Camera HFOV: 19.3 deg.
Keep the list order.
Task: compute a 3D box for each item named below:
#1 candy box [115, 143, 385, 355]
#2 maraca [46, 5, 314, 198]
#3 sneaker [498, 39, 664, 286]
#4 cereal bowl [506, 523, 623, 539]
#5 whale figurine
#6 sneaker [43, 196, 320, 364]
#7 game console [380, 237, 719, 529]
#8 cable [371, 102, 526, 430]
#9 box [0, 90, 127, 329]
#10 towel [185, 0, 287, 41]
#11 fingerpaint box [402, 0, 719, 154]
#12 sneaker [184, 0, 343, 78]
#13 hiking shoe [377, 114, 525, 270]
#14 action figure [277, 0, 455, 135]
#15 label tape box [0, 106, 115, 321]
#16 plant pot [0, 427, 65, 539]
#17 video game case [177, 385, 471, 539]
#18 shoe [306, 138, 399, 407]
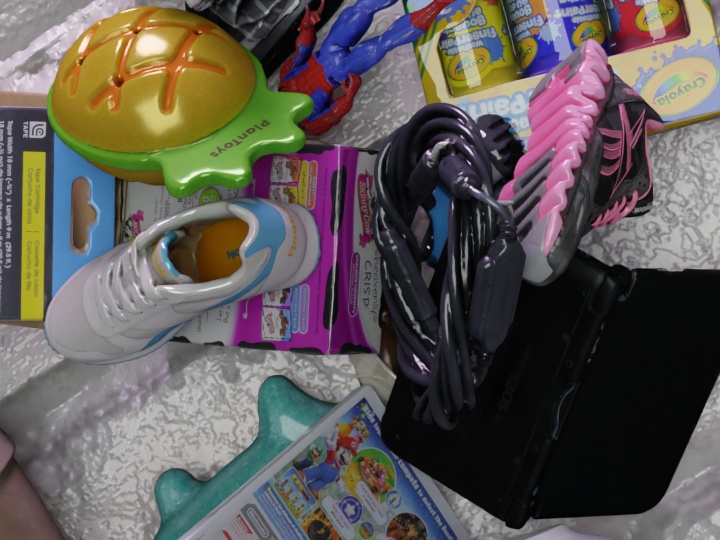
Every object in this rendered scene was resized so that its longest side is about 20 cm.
[{"bbox_3d":[-0.076,-0.016,1.422,0.199,0.061,0.137,4,90,38],"label":"candy box"},{"bbox_3d":[-0.118,-0.105,1.359,0.137,0.107,0.200,-38,46,-23],"label":"maraca"},{"bbox_3d":[0.145,-0.055,1.315,0.095,0.200,0.079,39,134,-17],"label":"sneaker"},{"bbox_3d":[0.100,0.218,1.368,0.199,0.200,0.084,-21,84,7],"label":"cereal bowl"},{"bbox_3d":[-0.070,0.174,1.440,0.159,0.104,0.201,25,92,8],"label":"whale figurine"},{"bbox_3d":[-0.128,0.002,1.355,0.200,0.081,0.077,-25,73,23],"label":"sneaker"},{"bbox_3d":[0.133,0.059,1.393,0.176,0.116,0.201,30,120,20],"label":"game console"},{"bbox_3d":[0.042,0.002,1.300,0.051,0.163,0.201,-8,126,-22],"label":"cable"},{"bbox_3d":[-0.254,-0.045,1.482,0.199,0.021,0.164,6,91,25],"label":"box"},{"bbox_3d":[-0.082,-0.265,1.428,0.166,0.086,0.200,-45,52,4],"label":"towel"},{"bbox_3d":[0.136,-0.162,1.430,0.199,0.073,0.167,-13,88,8],"label":"fingerpaint box"},{"bbox_3d":[-0.085,-0.176,1.464,0.200,0.072,0.083,-46,81,5],"label":"sneaker"},{"bbox_3d":[0.085,-0.014,1.412,0.086,0.074,0.200,-13,121,16],"label":"hiking shoe"},{"bbox_3d":[-0.012,-0.147,1.427,0.200,0.052,0.066,-42,74,41],"label":"action figure"},{"bbox_3d":[-0.269,-0.038,1.428,0.199,0.063,0.145,2,88,-17],"label":"label tape box"},{"bbox_3d":[-0.269,0.221,1.440,0.200,0.200,0.174,-44,101,5],"label":"plant pot"},{"bbox_3d":[-0.027,0.191,1.405,0.200,0.018,0.143,-39,102,-29],"label":"video game case"},{"bbox_3d":[0.000,0.000,1.451,0.070,0.053,0.201,-24,88,-9],"label":"shoe"}]
